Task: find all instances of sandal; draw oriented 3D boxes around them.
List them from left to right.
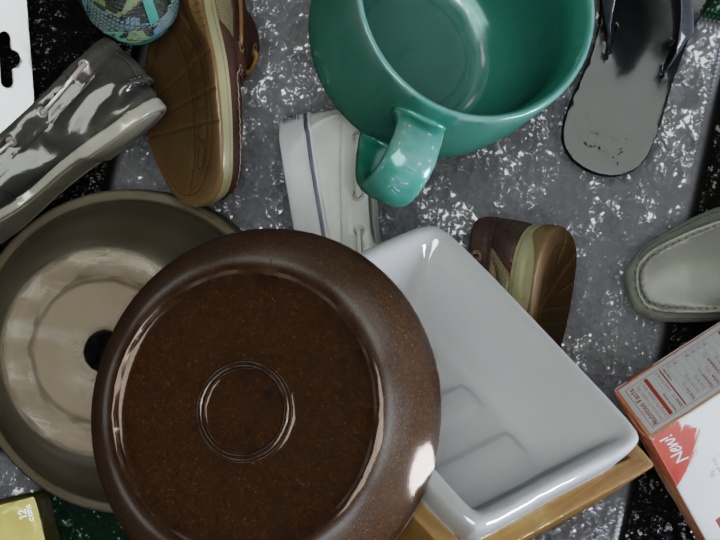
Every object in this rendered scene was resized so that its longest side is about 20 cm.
[{"bbox_3d":[0.174,-0.155,1.522,0.076,0.043,0.201,11,89,1],"label":"sandal"}]

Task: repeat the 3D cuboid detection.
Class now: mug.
[{"bbox_3d":[0.034,-0.135,1.469,0.185,0.114,0.152,-34,91,-25],"label":"mug"}]

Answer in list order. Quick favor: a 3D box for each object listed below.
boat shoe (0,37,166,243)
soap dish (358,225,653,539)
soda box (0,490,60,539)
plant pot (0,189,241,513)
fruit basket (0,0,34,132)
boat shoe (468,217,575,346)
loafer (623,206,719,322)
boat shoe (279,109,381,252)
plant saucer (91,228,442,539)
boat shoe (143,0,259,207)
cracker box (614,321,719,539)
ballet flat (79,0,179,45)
[{"bbox_3d":[-0.206,-0.061,1.477,0.200,0.067,0.057,-35,83,5],"label":"boat shoe"},{"bbox_3d":[0.041,0.077,1.394,0.157,0.081,0.200,-23,59,-39],"label":"soap dish"},{"bbox_3d":[-0.199,0.237,1.506,0.067,0.064,0.201,-14,88,1],"label":"soda box"},{"bbox_3d":[-0.140,0.046,1.457,0.199,0.174,0.201,0,87,1],"label":"plant pot"},{"bbox_3d":[-0.298,-0.125,1.504,0.199,0.094,0.186,-4,88,-3],"label":"fruit basket"},{"bbox_3d":[0.073,0.067,1.507,0.072,0.072,0.201,13,96,27],"label":"boat shoe"},{"bbox_3d":[0.256,-0.015,1.504,0.199,0.070,0.070,-17,88,0],"label":"loafer"},{"bbox_3d":[0.000,0.000,1.511,0.065,0.072,0.201,-12,80,5],"label":"boat shoe"},{"bbox_3d":[-0.057,0.075,1.322,0.199,0.034,0.201,-3,81,18],"label":"plant saucer"},{"bbox_3d":[-0.088,-0.136,1.509,0.072,0.072,0.201,4,70,-43],"label":"boat shoe"},{"bbox_3d":[0.265,0.075,1.476,0.200,0.058,0.134,-32,126,1],"label":"cracker box"},{"bbox_3d":[-0.171,-0.222,1.485,0.074,0.074,0.200,-41,67,0],"label":"ballet flat"}]
